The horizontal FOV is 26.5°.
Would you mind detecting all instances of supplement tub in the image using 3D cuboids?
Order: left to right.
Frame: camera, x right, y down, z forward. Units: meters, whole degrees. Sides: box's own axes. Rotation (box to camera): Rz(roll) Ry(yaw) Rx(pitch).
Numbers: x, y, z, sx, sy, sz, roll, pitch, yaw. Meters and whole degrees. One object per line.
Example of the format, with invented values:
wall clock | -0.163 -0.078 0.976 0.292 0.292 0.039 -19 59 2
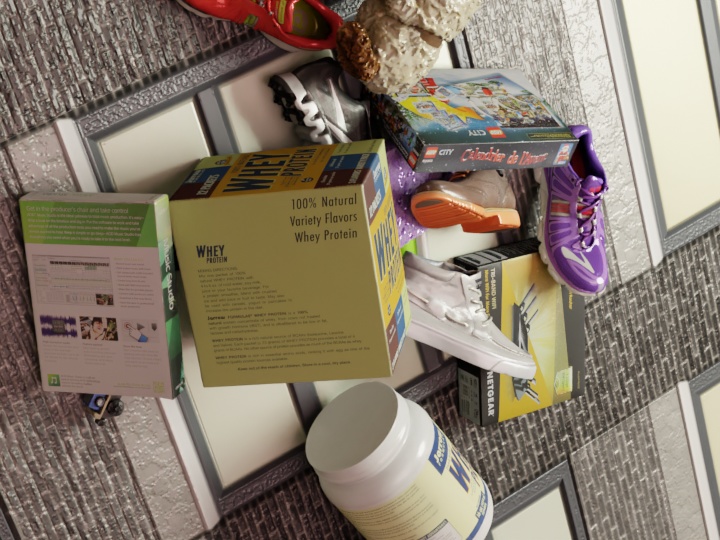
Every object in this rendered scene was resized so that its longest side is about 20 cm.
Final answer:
supplement tub | 0.043 0.234 1.712 0.145 0.145 0.200 -47 123 -12

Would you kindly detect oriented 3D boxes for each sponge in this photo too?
sponge | 0.050 -0.090 1.646 0.200 0.030 0.112 -34 124 -48

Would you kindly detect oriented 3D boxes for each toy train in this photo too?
toy train | -0.234 0.062 1.554 0.046 0.034 0.201 22 91 -31

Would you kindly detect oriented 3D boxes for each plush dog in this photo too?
plush dog | 0.054 -0.257 1.550 0.172 0.160 0.200 -60 156 15

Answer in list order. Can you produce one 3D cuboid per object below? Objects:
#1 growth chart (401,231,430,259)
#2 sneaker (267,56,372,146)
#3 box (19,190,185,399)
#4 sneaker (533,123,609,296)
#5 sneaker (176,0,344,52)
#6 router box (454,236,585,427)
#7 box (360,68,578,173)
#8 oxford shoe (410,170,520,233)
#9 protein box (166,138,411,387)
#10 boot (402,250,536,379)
growth chart | 0.000 0.000 1.695 0.199 0.018 0.146 -27 116 -24
sneaker | -0.017 -0.137 1.613 0.090 0.066 0.201 -35 117 -17
box | -0.248 0.023 1.479 0.036 0.143 0.201 -51 141 -65
sneaker | 0.248 -0.071 1.753 0.080 0.083 0.202 -6 82 -27
sneaker | -0.096 -0.271 1.512 0.199 0.085 0.078 16 94 -35
router box | 0.190 0.068 1.813 0.156 0.052 0.201 -14 111 -29
box | 0.117 -0.163 1.645 0.199 0.137 0.038 -4 133 -29
oxford shoe | 0.109 -0.085 1.661 0.200 0.071 0.073 9 73 -62
protein box | -0.066 -0.007 1.524 0.197 0.135 0.201 -4 112 12
boot | 0.122 0.048 1.706 0.199 0.074 0.096 22 94 -17
